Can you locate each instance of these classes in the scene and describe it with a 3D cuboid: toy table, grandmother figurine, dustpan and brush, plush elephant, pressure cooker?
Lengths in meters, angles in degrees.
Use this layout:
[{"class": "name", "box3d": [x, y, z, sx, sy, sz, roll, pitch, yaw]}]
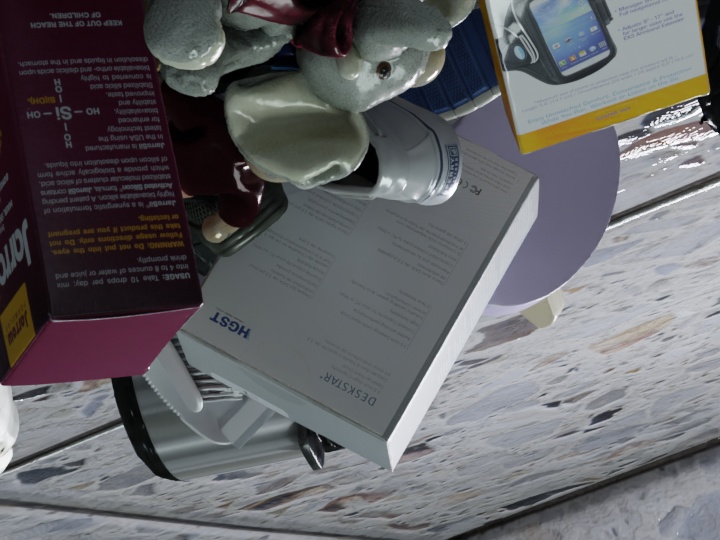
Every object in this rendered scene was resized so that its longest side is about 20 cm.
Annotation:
[{"class": "toy table", "box3d": [0.087, -0.038, 1.784, 0.200, 0.184, 0.117, -42, -178, -34]}, {"class": "grandmother figurine", "box3d": [-0.099, -0.062, 1.461, 0.200, 0.061, 0.121, -6, 138, 30]}, {"class": "dustpan and brush", "box3d": [-0.140, 0.032, 1.740, 0.057, 0.200, 0.140, -30, 172, -28]}, {"class": "plush elephant", "box3d": [-0.021, -0.135, 1.285, 0.155, 0.165, 0.200, 29, 169, -11]}, {"class": "pressure cooker", "box3d": [-0.070, 0.053, 1.879, 0.199, 0.176, 0.179, -11, -173, 12]}]

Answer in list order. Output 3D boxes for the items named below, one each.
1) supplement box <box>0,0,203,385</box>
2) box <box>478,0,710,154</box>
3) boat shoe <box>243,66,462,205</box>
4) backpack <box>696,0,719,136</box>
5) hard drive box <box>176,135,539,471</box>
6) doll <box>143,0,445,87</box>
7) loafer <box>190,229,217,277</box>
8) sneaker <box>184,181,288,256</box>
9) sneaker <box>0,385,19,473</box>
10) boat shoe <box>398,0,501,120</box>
[{"class": "supplement box", "box3d": [-0.155, -0.051, 1.365, 0.085, 0.200, 0.110, -4, 161, -24]}, {"class": "box", "box3d": [0.126, -0.160, 1.447, 0.119, 0.042, 0.200, -18, 137, 0]}, {"class": "boat shoe", "box3d": [-0.023, -0.087, 1.524, 0.065, 0.074, 0.200, -3, -166, -37]}, {"class": "backpack", "box3d": [0.318, -0.127, 1.721, 0.167, 0.163, 0.200, -17, 165, -13]}, {"class": "hard drive box", "box3d": [0.000, 0.000, 1.640, 0.200, 0.156, 0.077, -59, 167, -15]}, {"class": "doll", "box3d": [-0.033, -0.132, 1.460, 0.200, 0.049, 0.136, 1, 171, -40]}, {"class": "loafer", "box3d": [-0.054, -0.008, 1.741, 0.200, 0.063, 0.072, 36, 131, -28]}, {"class": "sneaker", "box3d": [-0.110, -0.080, 1.591, 0.076, 0.114, 0.199, -36, -164, -2]}, {"class": "sneaker", "box3d": [-0.234, 0.092, 1.534, 0.073, 0.085, 0.200, -14, -175, 3]}, {"class": "boat shoe", "box3d": [0.085, -0.142, 1.571, 0.200, 0.072, 0.072, -16, -172, 28]}]
